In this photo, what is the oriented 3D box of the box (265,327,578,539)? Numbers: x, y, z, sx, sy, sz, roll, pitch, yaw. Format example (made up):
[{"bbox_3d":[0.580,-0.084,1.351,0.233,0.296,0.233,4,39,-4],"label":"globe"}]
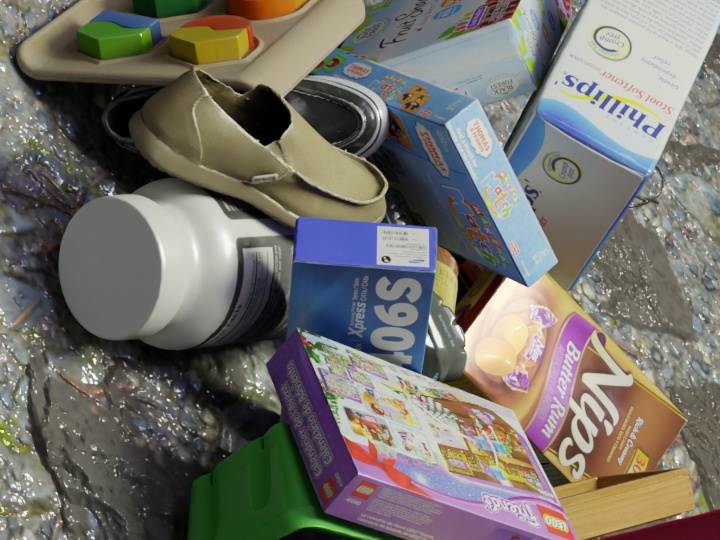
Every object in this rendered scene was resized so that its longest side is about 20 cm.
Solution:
[{"bbox_3d":[0.042,0.122,1.522,0.200,0.039,0.137,23,28,-36],"label":"box"}]

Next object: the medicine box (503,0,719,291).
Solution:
[{"bbox_3d":[0.183,-0.119,1.842,0.103,0.182,0.200,28,56,0],"label":"medicine box"}]

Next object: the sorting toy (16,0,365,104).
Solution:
[{"bbox_3d":[-0.119,-0.176,1.678,0.185,0.200,0.037,-49,143,-55],"label":"sorting toy"}]

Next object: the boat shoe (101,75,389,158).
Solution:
[{"bbox_3d":[-0.081,-0.105,1.644,0.068,0.200,0.072,-30,125,-83],"label":"boat shoe"}]

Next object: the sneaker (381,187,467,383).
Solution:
[{"bbox_3d":[0.000,0.000,1.687,0.082,0.073,0.200,-23,75,-23],"label":"sneaker"}]

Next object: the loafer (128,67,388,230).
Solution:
[{"bbox_3d":[-0.056,-0.078,1.561,0.200,0.067,0.076,16,34,-35],"label":"loafer"}]

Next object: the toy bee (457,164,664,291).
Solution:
[{"bbox_3d":[0.153,-0.014,1.952,0.200,0.109,0.131,-6,73,-26],"label":"toy bee"}]

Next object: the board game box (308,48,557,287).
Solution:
[{"bbox_3d":[0.048,-0.078,1.719,0.037,0.200,0.151,-39,123,-16],"label":"board game box"}]

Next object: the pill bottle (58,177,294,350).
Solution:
[{"bbox_3d":[-0.103,-0.006,1.596,0.200,0.116,0.116,-4,66,-52],"label":"pill bottle"}]

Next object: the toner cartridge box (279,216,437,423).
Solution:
[{"bbox_3d":[-0.004,0.051,1.584,0.095,0.200,0.043,5,46,0],"label":"toner cartridge box"}]

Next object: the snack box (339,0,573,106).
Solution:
[{"bbox_3d":[0.070,-0.179,1.874,0.068,0.168,0.200,67,22,-17],"label":"snack box"}]

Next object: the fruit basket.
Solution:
[{"bbox_3d":[0.001,0.212,1.508,0.215,0.155,0.216,32,40,-30],"label":"fruit basket"}]

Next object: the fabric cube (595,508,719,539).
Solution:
[{"bbox_3d":[0.263,0.277,1.715,0.199,0.196,0.200,-2,77,-52],"label":"fabric cube"}]

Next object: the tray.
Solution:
[{"bbox_3d":[0.140,0.181,1.715,0.200,0.099,0.037,-8,87,-39],"label":"tray"}]

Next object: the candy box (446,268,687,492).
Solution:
[{"bbox_3d":[0.152,0.095,1.841,0.200,0.056,0.117,46,64,-16],"label":"candy box"}]

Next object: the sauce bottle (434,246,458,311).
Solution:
[{"bbox_3d":[0.033,0.070,1.745,0.066,0.066,0.200,36,43,-27],"label":"sauce bottle"}]
